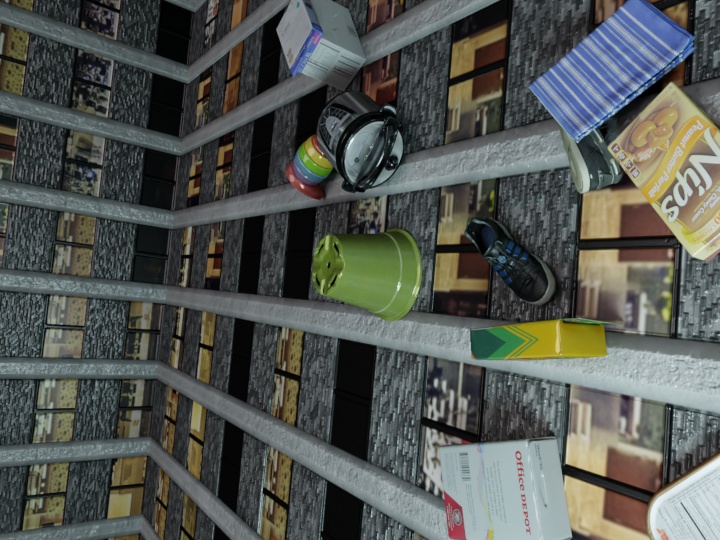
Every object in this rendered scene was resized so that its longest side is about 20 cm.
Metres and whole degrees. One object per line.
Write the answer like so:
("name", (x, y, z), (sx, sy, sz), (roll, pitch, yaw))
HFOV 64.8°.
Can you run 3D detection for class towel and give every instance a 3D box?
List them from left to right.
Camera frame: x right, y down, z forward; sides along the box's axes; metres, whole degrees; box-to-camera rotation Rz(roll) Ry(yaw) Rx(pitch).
("towel", (0.363, -0.301, 0.837), (0.198, 0.024, 0.148), (-39, 51, 19))

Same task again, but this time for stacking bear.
("stacking bear", (-0.103, -0.306, 1.488), (0.200, 0.111, 0.124), (-46, 49, 34))

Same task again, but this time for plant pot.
("plant pot", (0.000, 0.000, 1.212), (0.197, 0.185, 0.209), (-12, 75, 53))

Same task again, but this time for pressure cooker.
("pressure cooker", (0.007, -0.287, 1.270), (0.202, 0.174, 0.179), (54, 164, 43))

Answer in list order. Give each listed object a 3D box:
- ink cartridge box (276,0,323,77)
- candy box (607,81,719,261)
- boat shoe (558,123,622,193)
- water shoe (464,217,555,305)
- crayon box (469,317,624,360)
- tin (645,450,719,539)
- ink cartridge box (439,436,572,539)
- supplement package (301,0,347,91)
("ink cartridge box", (-0.147, -0.574, 1.384), (0.120, 0.041, 0.205), (-48, 46, 36))
("candy box", (0.429, -0.130, 0.740), (0.116, 0.054, 0.205), (-50, 46, 37))
("boat shoe", (0.347, -0.214, 0.880), (0.065, 0.072, 0.207), (-14, 61, 14))
("water shoe", (0.244, -0.015, 0.962), (0.073, 0.077, 0.201), (-62, 40, 26))
("crayon box", (0.277, 0.107, 0.854), (0.197, 0.123, 0.053), (-16, 71, 53))
("tin", (0.432, 0.290, 0.679), (0.202, 0.041, 0.114), (-56, 39, 33))
("ink cartridge box", (0.227, 0.354, 0.917), (0.198, 0.081, 0.152), (-25, 64, 50))
("supplement package", (-0.093, -0.601, 1.478), (0.111, 0.152, 0.206), (-41, 53, 39))
